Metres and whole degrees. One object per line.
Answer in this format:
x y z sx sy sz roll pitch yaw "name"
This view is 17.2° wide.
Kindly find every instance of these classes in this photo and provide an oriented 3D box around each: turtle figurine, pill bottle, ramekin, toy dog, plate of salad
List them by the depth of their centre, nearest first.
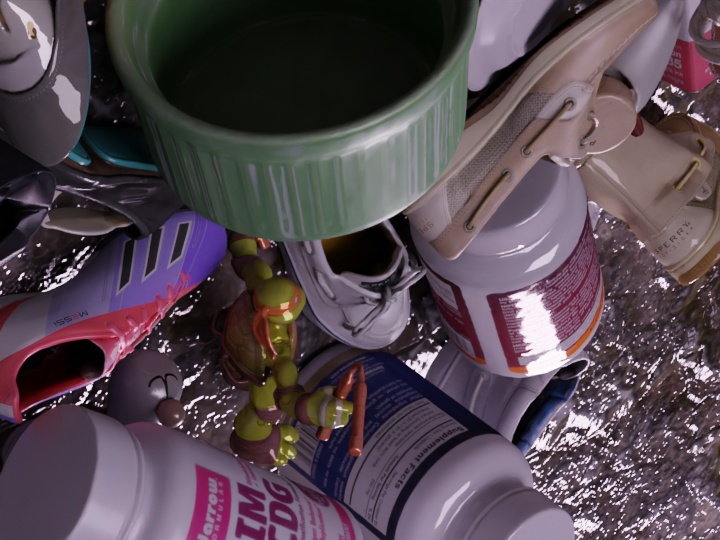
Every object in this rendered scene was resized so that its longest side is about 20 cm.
-0.033 -0.111 1.288 0.200 0.200 0.098 -37 146 -22 "ramekin"
-0.102 0.153 1.347 0.199 0.113 0.114 27 97 -37 "pill bottle"
0.104 -0.195 1.357 0.201 0.048 0.200 -55 166 -21 "plate of salad"
-0.054 0.054 1.424 0.064 0.201 0.162 -16 152 -18 "turtle figurine"
-0.127 0.157 1.450 0.132 0.096 0.201 -36 139 -24 "toy dog"
0.193 -0.143 1.466 0.096 0.199 0.133 30 50 -41 "toy dog"
0.093 -0.021 1.523 0.114 0.114 0.200 -46 155 -12 "pill bottle"
0.042 0.138 1.546 0.111 0.200 0.112 -27 135 -31 "pill bottle"

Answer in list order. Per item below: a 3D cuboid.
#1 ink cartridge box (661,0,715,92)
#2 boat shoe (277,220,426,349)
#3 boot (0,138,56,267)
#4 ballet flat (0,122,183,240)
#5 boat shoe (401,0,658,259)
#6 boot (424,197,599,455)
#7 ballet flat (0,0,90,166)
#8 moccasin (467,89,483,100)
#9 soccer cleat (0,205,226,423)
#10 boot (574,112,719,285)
0.233 -0.242 1.565 0.146 0.083 0.201 -36 139 -23 "ink cartridge box"
0.003 -0.004 1.491 0.075 0.086 0.202 -42 141 -15 "boat shoe"
-0.210 -0.084 1.105 0.165 0.200 0.066 -49 142 -8 "boot"
-0.165 -0.054 1.292 0.069 0.068 0.200 -53 143 12 "ballet flat"
0.107 -0.090 1.403 0.200 0.065 0.072 -43 -176 -4 "boat shoe"
0.130 0.035 1.650 0.073 0.095 0.201 21 101 -52 "boot"
-0.172 -0.151 1.171 0.064 0.067 0.202 -7 100 -60 "ballet flat"
0.063 -0.184 1.423 0.074 0.077 0.203 -47 146 -48 "moccasin"
-0.145 0.027 1.364 0.199 0.073 0.069 -29 135 -32 "soccer cleat"
0.178 -0.088 1.615 0.155 0.200 0.073 38 115 -14 "boot"
